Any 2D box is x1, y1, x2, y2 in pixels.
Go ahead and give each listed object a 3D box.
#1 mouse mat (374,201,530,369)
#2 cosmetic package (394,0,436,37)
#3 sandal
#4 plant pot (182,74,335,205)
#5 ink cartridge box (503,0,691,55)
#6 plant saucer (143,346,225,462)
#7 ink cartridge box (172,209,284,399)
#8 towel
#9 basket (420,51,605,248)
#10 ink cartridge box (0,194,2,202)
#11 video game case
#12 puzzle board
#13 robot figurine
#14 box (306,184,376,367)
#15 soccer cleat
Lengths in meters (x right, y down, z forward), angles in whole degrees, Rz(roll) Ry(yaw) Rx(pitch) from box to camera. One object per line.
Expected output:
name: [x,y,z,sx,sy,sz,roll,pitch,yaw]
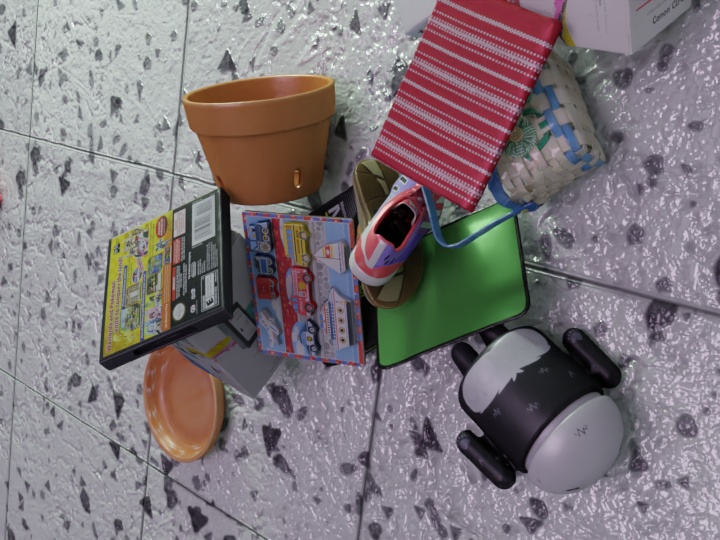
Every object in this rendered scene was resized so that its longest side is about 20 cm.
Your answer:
mouse mat: [0.096,0.015,1.042,0.199,0.008,0.162,-25,48,29]
cosmetic package: [0.079,-0.383,1.075,0.101,0.071,0.202,-27,74,41]
sandal: [0.023,-0.040,1.090,0.054,0.080,0.201,126,142,-51]
plant pot: [-0.126,-0.172,1.217,0.199,0.199,0.141,15,119,42]
ink cartridge box: [0.238,-0.268,0.891,0.199,0.116,0.068,22,140,41]
plant saucer: [-0.279,0.204,1.477,0.199,0.037,0.202,2,93,43]
ink cartridge box: [-0.197,0.044,1.247,0.146,0.200,0.146,21,68,41]
towel: [0.102,-0.177,0.917,0.144,0.022,0.201,33,105,34]
basket: [0.142,-0.139,0.984,0.199,0.139,0.178,-29,73,32]
ink cartridge box: [-0.872,-0.140,1.909,0.145,0.199,0.085,-41,66,37]
video game case: [-0.240,0.007,1.144,0.180,0.026,0.201,-23,49,16]
puzzle board: [-0.072,0.025,1.154,0.149,0.017,0.202,6,117,22]
robot figurine: [0.184,0.141,0.974,0.200,0.124,0.151,46,124,32]
box: [0.000,0.000,1.191,0.193,0.047,0.202,-29,73,41]
soccer cleat: [0.055,-0.067,1.039,0.068,0.200,0.073,35,141,1]
